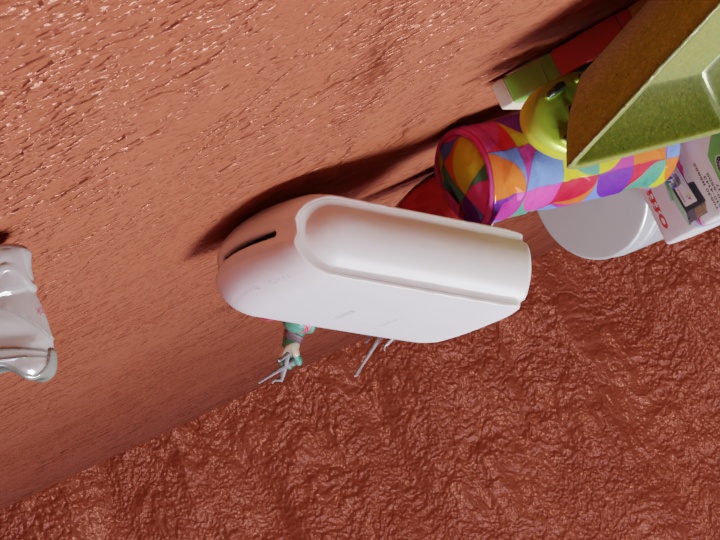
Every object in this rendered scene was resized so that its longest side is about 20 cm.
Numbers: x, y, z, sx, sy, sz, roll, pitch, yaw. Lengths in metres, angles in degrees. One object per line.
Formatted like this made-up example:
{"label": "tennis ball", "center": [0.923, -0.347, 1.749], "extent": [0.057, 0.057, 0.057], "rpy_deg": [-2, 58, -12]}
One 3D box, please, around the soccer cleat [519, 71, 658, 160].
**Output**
{"label": "soccer cleat", "center": [0.168, -0.104, 1.219], "extent": [0.200, 0.065, 0.084], "rpy_deg": [-20, 175, -45]}

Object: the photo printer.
{"label": "photo printer", "center": [0.000, 0.000, 1.296], "extent": [0.199, 0.070, 0.166], "rpy_deg": [10, 164, -24]}

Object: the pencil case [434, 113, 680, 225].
{"label": "pencil case", "center": [0.153, -0.084, 1.355], "extent": [0.200, 0.089, 0.088], "rpy_deg": [-12, 168, -30]}

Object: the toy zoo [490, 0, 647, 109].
{"label": "toy zoo", "center": [0.198, -0.166, 1.219], "extent": [0.200, 0.021, 0.131], "rpy_deg": [-28, 174, 24]}

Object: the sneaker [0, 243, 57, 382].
{"label": "sneaker", "center": [-0.254, 0.064, 0.941], "extent": [0.200, 0.100, 0.078], "rpy_deg": [-25, 174, -4]}

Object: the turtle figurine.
{"label": "turtle figurine", "center": [-0.020, 0.030, 1.695], "extent": [0.149, 0.101, 0.200], "rpy_deg": [-11, -159, 41]}

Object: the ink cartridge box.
{"label": "ink cartridge box", "center": [0.280, -0.116, 1.410], "extent": [0.084, 0.145, 0.200], "rpy_deg": [-23, 175, -14]}

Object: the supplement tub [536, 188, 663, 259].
{"label": "supplement tub", "center": [0.266, -0.094, 1.635], "extent": [0.200, 0.132, 0.132], "rpy_deg": [-19, 172, -46]}

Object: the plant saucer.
{"label": "plant saucer", "center": [0.229, -0.156, 1.112], "extent": [0.200, 0.048, 0.200], "rpy_deg": [-16, 155, -47]}

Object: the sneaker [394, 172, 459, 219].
{"label": "sneaker", "center": [0.108, -0.080, 1.452], "extent": [0.200, 0.078, 0.116], "rpy_deg": [-35, 169, -22]}
